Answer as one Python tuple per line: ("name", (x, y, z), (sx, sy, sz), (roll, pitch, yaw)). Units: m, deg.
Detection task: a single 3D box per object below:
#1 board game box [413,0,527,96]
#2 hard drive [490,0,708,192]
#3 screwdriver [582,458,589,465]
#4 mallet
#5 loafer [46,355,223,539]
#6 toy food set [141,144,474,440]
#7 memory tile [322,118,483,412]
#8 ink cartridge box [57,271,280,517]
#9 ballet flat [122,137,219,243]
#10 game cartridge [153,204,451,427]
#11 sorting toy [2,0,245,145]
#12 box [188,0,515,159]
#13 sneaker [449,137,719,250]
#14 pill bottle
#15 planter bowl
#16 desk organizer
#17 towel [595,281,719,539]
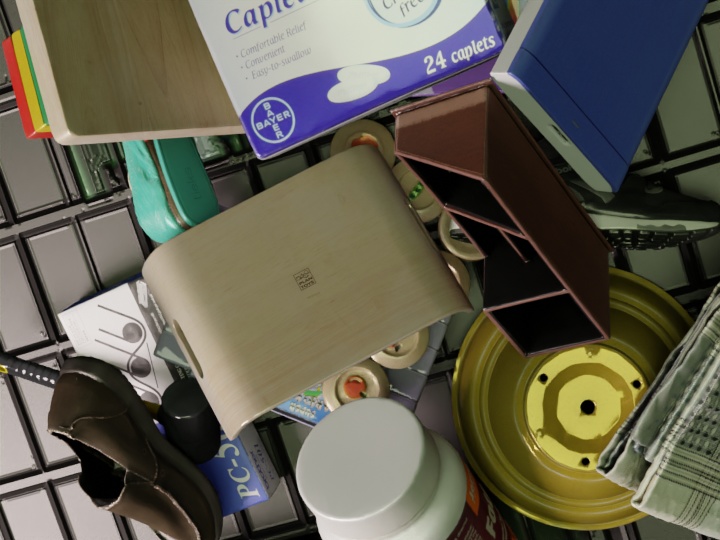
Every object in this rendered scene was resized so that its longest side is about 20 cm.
("board game box", (0.096, -0.208, 1.031), (0.199, 0.057, 0.166), (-2, 100, 9))
("hard drive", (0.168, -0.171, 0.960), (0.132, 0.025, 0.200), (41, 70, -38))
("screwdriver", (0.222, 0.153, 1.121), (0.199, 0.028, 0.029), (15, 144, 8))
("mallet", (-0.198, 0.087, 1.116), (0.199, 0.041, 0.066), (20, 141, 10))
("loafer", (-0.174, 0.151, 1.084), (0.073, 0.071, 0.200), (-1, 134, 39))
("toy food set", (-0.039, 0.013, 1.061), (0.200, 0.060, 0.144), (-28, 75, -7))
("memory tile", (0.000, 0.000, 1.095), (0.153, 0.017, 0.200), (36, 83, 1))
("ink cartridge box", (-0.149, 0.101, 1.161), (0.094, 0.044, 0.200), (-24, 97, 15))
("ballet flat", (-0.161, -0.111, 1.104), (0.070, 0.067, 0.201), (-22, 80, 41))
("game cartridge", (-0.042, 0.046, 1.111), (0.199, 0.038, 0.130), (22, 79, -1))
("sorting toy", (-0.165, -0.181, 1.027), (0.069, 0.198, 0.201), (-23, 81, 43))
("box", (-0.018, -0.202, 0.970), (0.183, 0.105, 0.201), (-22, 96, 15))
("sneaker", (0.165, -0.064, 1.065), (0.199, 0.076, 0.088), (3, 82, -2))
("pill bottle", (0.037, 0.182, 1.065), (0.114, 0.114, 0.200), (-20, 138, 12))
("planter bowl", (0.164, 0.096, 1.072), (0.200, 0.083, 0.201), (0, 90, 7))
("desk organizer", (0.096, -0.028, 0.965), (0.072, 0.077, 0.200), (-15, 141, 27))
("towel", (0.280, 0.101, 1.040), (0.200, 0.035, 0.193), (27, 100, -35))
